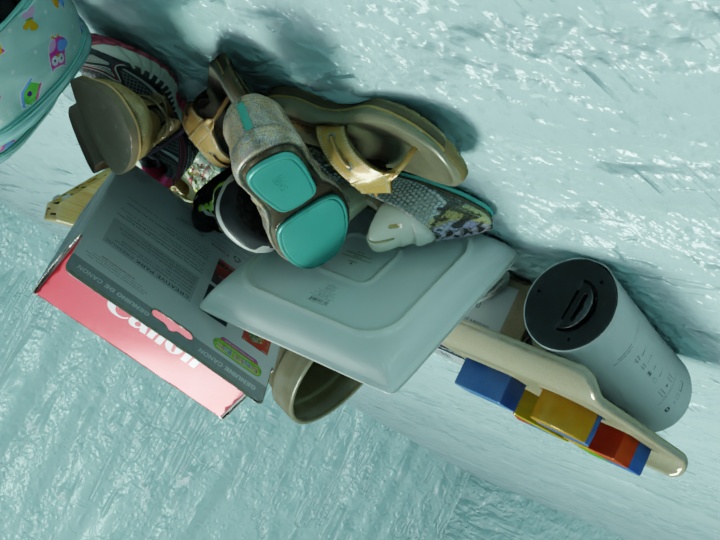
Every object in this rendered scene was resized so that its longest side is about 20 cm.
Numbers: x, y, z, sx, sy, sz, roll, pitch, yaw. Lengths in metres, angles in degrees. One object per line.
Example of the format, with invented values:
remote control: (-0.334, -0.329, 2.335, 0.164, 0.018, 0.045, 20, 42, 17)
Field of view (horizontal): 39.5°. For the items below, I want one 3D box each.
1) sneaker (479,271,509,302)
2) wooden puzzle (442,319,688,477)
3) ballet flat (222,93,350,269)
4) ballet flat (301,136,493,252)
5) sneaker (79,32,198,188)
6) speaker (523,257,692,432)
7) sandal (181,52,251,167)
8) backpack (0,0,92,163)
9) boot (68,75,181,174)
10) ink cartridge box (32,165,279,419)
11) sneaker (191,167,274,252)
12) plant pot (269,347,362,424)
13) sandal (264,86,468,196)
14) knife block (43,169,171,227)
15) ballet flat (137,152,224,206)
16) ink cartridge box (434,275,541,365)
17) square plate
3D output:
sneaker: (0.032, 0.000, 0.911, 0.198, 0.080, 0.079, -13, 151, 6)
wooden puzzle: (0.162, 0.116, 0.861, 0.184, 0.047, 0.200, 21, 167, 46)
ballet flat: (-0.052, -0.066, 0.723, 0.068, 0.068, 0.200, 62, 176, 22)
ballet flat: (0.007, -0.054, 0.809, 0.199, 0.073, 0.072, 24, 169, 14)
sneaker: (-0.195, -0.139, 0.880, 0.080, 0.075, 0.200, 22, 167, 27)
speaker: (0.212, 0.068, 0.841, 0.081, 0.082, 0.200, 17, 165, 41)
sandal: (-0.116, -0.116, 0.796, 0.082, 0.054, 0.200, 57, 165, -13)
backpack: (-0.302, -0.163, 0.737, 0.198, 0.177, 0.154, 9, 142, 27)
boot: (-0.171, -0.116, 0.750, 0.074, 0.075, 0.200, 70, 163, -11)
ink cartridge box: (-0.167, 0.027, 0.868, 0.199, 0.084, 0.176, 37, -150, -17)
sneaker: (-0.106, -0.048, 0.864, 0.072, 0.082, 0.200, 58, -169, -13)
plant pot: (-0.074, 0.067, 1.307, 0.173, 0.200, 0.200, 41, 175, 24)
sandal: (-0.004, -0.086, 0.722, 0.199, 0.054, 0.080, 19, 165, 40)
knife block: (-0.229, -0.047, 1.141, 0.064, 0.199, 0.177, 5, 126, 61)
ballet flat: (-0.207, -0.118, 1.029, 0.075, 0.064, 0.200, 17, 164, 39)
ink cartridge box: (0.090, 0.039, 1.013, 0.199, 0.076, 0.165, 24, 169, 22)
square plate: (0.000, 0.000, 0.830, 0.199, 0.198, 0.029, 20, 134, 30)
